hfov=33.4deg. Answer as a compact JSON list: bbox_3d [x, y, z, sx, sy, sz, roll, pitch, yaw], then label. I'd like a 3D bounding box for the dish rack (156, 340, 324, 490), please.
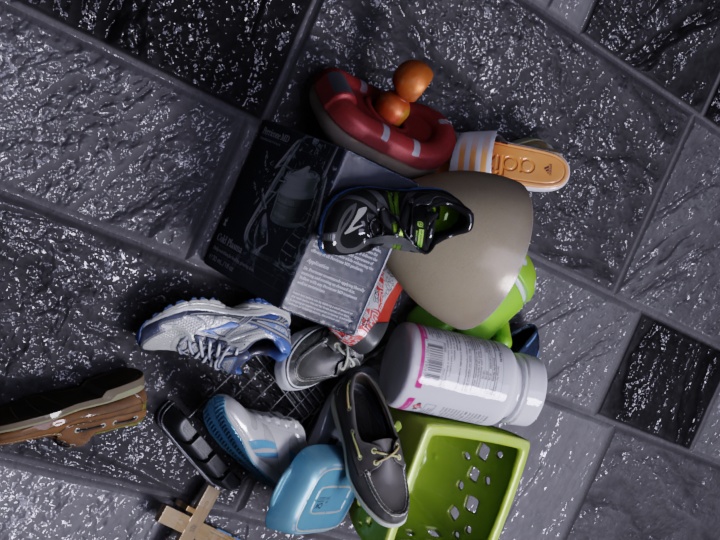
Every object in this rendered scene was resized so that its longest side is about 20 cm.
[{"bbox_3d":[-0.145,0.176,1.550,0.200,0.055,0.154,-44,126,-16],"label":"dish rack"}]

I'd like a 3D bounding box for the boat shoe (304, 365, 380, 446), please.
[{"bbox_3d":[-0.045,0.214,1.619,0.070,0.066,0.200,29,84,-34],"label":"boat shoe"}]

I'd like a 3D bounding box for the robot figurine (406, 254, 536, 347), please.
[{"bbox_3d":[0.161,0.033,1.666,0.200,0.116,0.176,-42,129,-15],"label":"robot figurine"}]

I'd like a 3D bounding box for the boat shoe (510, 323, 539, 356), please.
[{"bbox_3d":[0.180,0.130,1.741,0.200,0.084,0.069,-32,141,-37],"label":"boat shoe"}]

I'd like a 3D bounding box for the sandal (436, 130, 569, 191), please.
[{"bbox_3d":[0.182,-0.152,1.601,0.206,0.059,0.079,4,75,-2],"label":"sandal"}]

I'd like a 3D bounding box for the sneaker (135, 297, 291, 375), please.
[{"bbox_3d":[-0.171,0.083,1.457,0.200,0.085,0.077,-5,152,-24],"label":"sneaker"}]

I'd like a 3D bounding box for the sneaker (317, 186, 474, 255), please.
[{"bbox_3d":[0.041,-0.055,1.328,0.199,0.083,0.071,-9,110,-31],"label":"sneaker"}]

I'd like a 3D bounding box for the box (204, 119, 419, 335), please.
[{"bbox_3d":[-0.062,-0.054,1.436,0.124,0.200,0.197,23,91,-37],"label":"box"}]

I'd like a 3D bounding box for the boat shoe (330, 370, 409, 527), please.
[{"bbox_3d":[0.016,0.224,1.514,0.072,0.201,0.061,-6,149,-28],"label":"boat shoe"}]

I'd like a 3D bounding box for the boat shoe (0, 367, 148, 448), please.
[{"bbox_3d":[-0.340,0.177,1.405,0.200,0.072,0.068,-15,112,-29],"label":"boat shoe"}]

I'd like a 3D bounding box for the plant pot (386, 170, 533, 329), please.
[{"bbox_3d":[0.101,-0.044,1.485,0.134,0.200,0.201,22,92,-22],"label":"plant pot"}]

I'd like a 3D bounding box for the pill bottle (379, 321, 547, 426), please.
[{"bbox_3d":[0.136,0.141,1.576,0.200,0.113,0.114,14,98,-18],"label":"pill bottle"}]

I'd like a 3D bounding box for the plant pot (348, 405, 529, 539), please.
[{"bbox_3d":[0.082,0.281,1.656,0.199,0.181,0.200,15,96,-37],"label":"plant pot"}]

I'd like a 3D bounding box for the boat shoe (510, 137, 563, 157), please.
[{"bbox_3d":[0.194,-0.135,1.658,0.200,0.076,0.072,-27,119,-24],"label":"boat shoe"}]

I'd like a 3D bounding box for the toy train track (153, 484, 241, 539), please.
[{"bbox_3d":[-0.202,0.349,1.584,0.200,0.032,0.115,39,75,-42],"label":"toy train track"}]

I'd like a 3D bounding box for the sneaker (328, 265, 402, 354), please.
[{"bbox_3d":[0.000,0.000,1.547,0.108,0.067,0.202,39,51,-23],"label":"sneaker"}]

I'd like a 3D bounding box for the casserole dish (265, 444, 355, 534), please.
[{"bbox_3d":[-0.051,0.285,1.535,0.121,0.039,0.200,-64,155,2],"label":"casserole dish"}]

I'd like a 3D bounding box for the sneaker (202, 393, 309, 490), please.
[{"bbox_3d":[-0.124,0.206,1.500,0.081,0.076,0.200,-53,135,-18],"label":"sneaker"}]

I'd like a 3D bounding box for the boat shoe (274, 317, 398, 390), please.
[{"bbox_3d":[-0.029,0.099,1.560,0.200,0.064,0.071,-29,112,-44],"label":"boat shoe"}]

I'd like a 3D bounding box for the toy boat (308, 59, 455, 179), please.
[{"bbox_3d":[0.043,-0.204,1.486,0.200,0.131,0.131,21,121,-38],"label":"toy boat"}]
